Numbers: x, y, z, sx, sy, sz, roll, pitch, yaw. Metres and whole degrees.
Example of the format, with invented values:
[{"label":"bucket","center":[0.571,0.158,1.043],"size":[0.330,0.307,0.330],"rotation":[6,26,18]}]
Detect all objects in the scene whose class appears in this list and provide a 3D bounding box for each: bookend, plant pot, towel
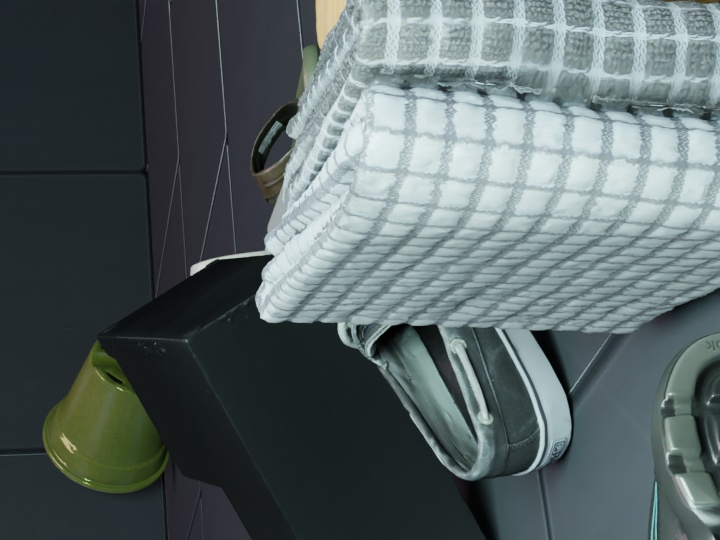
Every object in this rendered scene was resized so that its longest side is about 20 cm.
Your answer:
[{"label":"bookend","center":[-0.041,0.099,1.046],"size":[0.201,0.092,0.199],"rotation":[61,161,-9]},{"label":"plant pot","center":[-0.362,0.199,2.813],"size":[0.201,0.199,0.185],"rotation":[-103,28,-46]},{"label":"towel","center":[0.059,-0.037,0.642],"size":[0.200,0.164,0.086],"rotation":[133,138,-73]}]

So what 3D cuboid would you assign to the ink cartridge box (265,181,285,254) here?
[{"label":"ink cartridge box","center":[0.000,0.000,1.142],"size":[0.200,0.084,0.147],"rotation":[117,150,-67]}]

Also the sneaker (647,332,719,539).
[{"label":"sneaker","center":[0.127,0.122,0.583],"size":[0.079,0.075,0.201],"rotation":[87,-175,-64]}]

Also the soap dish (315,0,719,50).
[{"label":"soap dish","center":[0.060,-0.179,0.678],"size":[0.081,0.156,0.202],"rotation":[-1,90,62]}]

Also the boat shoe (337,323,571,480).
[{"label":"boat shoe","center":[0.022,0.018,0.900],"size":[0.074,0.068,0.200],"rotation":[-52,57,43]}]

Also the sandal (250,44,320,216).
[{"label":"sandal","center":[-0.060,-0.100,1.510],"size":[0.080,0.057,0.202],"rotation":[-102,16,-45]}]

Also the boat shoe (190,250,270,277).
[{"label":"boat shoe","center":[-0.053,0.044,1.314],"size":[0.200,0.074,0.094],"rotation":[16,-117,-64]}]
